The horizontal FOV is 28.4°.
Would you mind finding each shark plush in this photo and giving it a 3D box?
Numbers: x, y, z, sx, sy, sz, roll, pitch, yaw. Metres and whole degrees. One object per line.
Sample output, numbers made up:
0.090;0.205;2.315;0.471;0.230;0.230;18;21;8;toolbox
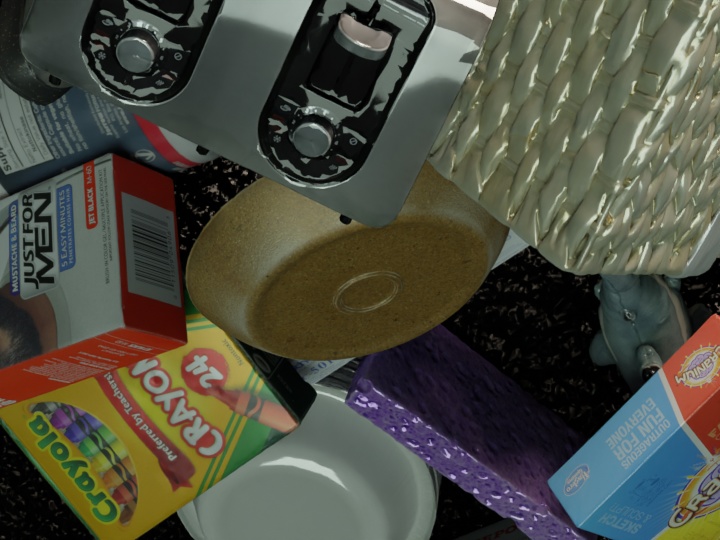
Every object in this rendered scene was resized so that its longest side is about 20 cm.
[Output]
0.190;0.040;0.904;0.090;0.084;0.201;-7;145;8;shark plush

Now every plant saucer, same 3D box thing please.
0.000;0.000;0.818;0.199;0.036;0.201;-13;149;-8;plant saucer

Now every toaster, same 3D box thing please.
-0.031;-0.138;0.648;0.180;0.201;0.119;26;124;-7;toaster

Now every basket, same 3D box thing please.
0.135;-0.106;0.702;0.135;0.123;0.201;41;123;32;basket

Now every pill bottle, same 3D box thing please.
-0.191;-0.101;0.906;0.199;0.120;0.120;-16;116;19;pill bottle

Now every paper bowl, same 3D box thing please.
-0.042;0.156;1.036;0.199;0.105;0.202;4;121;7;paper bowl

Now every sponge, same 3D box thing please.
0.083;0.108;0.979;0.199;0.112;0.030;37;121;-11;sponge

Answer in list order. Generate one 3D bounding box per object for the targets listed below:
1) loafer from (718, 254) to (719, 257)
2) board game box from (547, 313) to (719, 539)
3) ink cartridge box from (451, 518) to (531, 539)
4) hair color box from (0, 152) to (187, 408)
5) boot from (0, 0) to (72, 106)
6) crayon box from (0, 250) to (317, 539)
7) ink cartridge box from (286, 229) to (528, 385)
0.241;-0.048;0.887;0.198;0.076;0.069;-2;121;22;loafer
0.235;0.122;0.927;0.199;0.040;0.153;25;114;-43;board game box
0.088;0.277;1.026;0.146;0.200;0.083;-26;109;22;ink cartridge box
-0.206;0.016;0.879;0.199;0.112;0.064;-20;157;29;hair color box
-0.140;-0.197;0.805;0.131;0.202;0.070;-23;152;32;boot
-0.144;0.094;0.923;0.200;0.051;0.127;-37;97;20;crayon box
0.011;-0.012;0.932;0.199;0.095;0.044;-34;147;24;ink cartridge box
